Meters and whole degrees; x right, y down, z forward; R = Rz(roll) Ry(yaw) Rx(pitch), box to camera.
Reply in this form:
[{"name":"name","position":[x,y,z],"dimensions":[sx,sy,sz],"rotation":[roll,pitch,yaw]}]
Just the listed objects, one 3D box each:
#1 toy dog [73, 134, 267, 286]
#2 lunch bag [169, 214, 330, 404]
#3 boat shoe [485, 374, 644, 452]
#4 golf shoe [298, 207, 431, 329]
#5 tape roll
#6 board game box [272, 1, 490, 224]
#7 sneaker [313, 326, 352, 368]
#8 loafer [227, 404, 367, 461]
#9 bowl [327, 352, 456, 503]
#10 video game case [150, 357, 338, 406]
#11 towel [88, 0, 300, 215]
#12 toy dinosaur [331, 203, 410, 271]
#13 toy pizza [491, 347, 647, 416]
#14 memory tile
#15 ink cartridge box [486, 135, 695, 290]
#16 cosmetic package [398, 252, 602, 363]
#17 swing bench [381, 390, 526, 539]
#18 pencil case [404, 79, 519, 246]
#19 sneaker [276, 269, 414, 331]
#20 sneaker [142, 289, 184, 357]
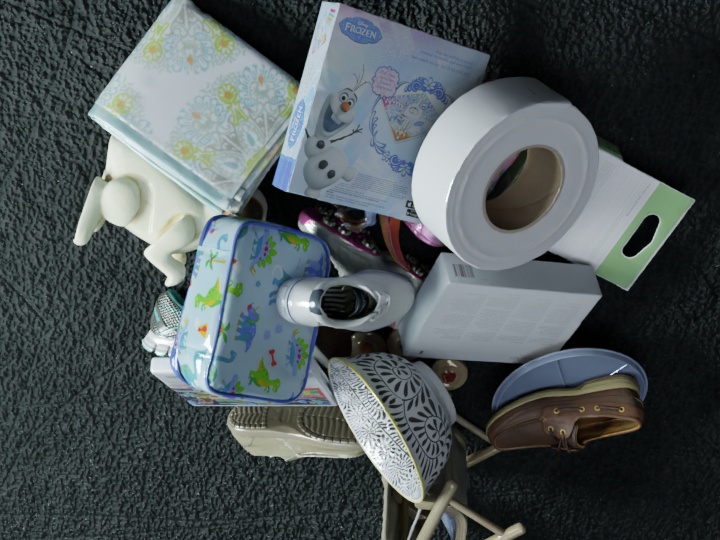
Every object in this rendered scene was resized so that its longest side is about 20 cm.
[{"name":"toy dog","position":[-0.208,-0.079,1.399],"dimensions":[0.200,0.140,0.194],"rotation":[19,90,-8]},{"name":"lunch bag","position":[-0.117,0.046,1.331],"dimensions":[0.161,0.082,0.200],"rotation":[12,89,-44]},{"name":"boat shoe","position":[0.254,0.189,1.486],"dimensions":[0.200,0.068,0.072],"rotation":[-17,137,11]},{"name":"golf shoe","position":[0.000,0.000,1.448],"dimensions":[0.200,0.075,0.092],"rotation":[32,108,-13]},{"name":"tape roll","position":[0.157,-0.103,1.285],"dimensions":[0.202,0.071,0.203],"rotation":[-17,128,-23]},{"name":"board game box","position":[0.025,-0.162,1.279],"dimensions":[0.200,0.043,0.199],"rotation":[12,99,-32]},{"name":"sneaker","position":[-0.086,0.040,1.485],"dimensions":[0.085,0.073,0.200],"rotation":[-15,115,48]},{"name":"loafer","position":[-0.074,0.214,1.579],"dimensions":[0.200,0.076,0.068],"rotation":[6,135,14]},{"name":"bowl","position":[0.053,0.169,1.441],"dimensions":[0.094,0.201,0.201],"rotation":[-31,118,-17]},{"name":"video game case","position":[-0.139,0.140,1.494],"dimensions":[0.200,0.023,0.182],"rotation":[-1,161,9]},{"name":"towel","position":[-0.172,-0.179,1.326],"dimensions":[0.200,0.048,0.171],"rotation":[36,81,-7]},{"name":"toy dinosaur","position":[0.034,-0.134,1.367],"dimensions":[0.200,0.105,0.182],"rotation":[38,104,-23]},{"name":"toy pizza","position":[0.265,0.156,1.526],"dimensions":[0.200,0.032,0.200],"rotation":[-4,137,-3]},{"name":"memory tile","position":[0.034,0.097,1.538],"dimensions":[0.200,0.017,0.154],"rotation":[-6,119,6]},{"name":"ink cartridge box","position":[0.268,-0.080,1.411],"dimensions":[0.200,0.048,0.146],"rotation":[25,118,-13]},{"name":"cosmetic package","position":[0.164,0.049,1.431],"dimensions":[0.200,0.052,0.151],"rotation":[5,139,-20]},{"name":"swing bench","position":[0.098,0.302,1.546],"dimensions":[0.130,0.199,0.200],"rotation":[35,115,-15]},{"name":"pencil case","position":[0.123,-0.120,1.378],"dimensions":[0.087,0.087,0.200],"rotation":[27,117,-12]},{"name":"sneaker","position":[-0.001,0.039,1.343],"dimensions":[0.071,0.200,0.073],"rotation":[11,101,44]},{"name":"sneaker","position":[-0.170,0.070,1.496],"dimensions":[0.200,0.078,0.091],"rotation":[7,93,-2]}]
